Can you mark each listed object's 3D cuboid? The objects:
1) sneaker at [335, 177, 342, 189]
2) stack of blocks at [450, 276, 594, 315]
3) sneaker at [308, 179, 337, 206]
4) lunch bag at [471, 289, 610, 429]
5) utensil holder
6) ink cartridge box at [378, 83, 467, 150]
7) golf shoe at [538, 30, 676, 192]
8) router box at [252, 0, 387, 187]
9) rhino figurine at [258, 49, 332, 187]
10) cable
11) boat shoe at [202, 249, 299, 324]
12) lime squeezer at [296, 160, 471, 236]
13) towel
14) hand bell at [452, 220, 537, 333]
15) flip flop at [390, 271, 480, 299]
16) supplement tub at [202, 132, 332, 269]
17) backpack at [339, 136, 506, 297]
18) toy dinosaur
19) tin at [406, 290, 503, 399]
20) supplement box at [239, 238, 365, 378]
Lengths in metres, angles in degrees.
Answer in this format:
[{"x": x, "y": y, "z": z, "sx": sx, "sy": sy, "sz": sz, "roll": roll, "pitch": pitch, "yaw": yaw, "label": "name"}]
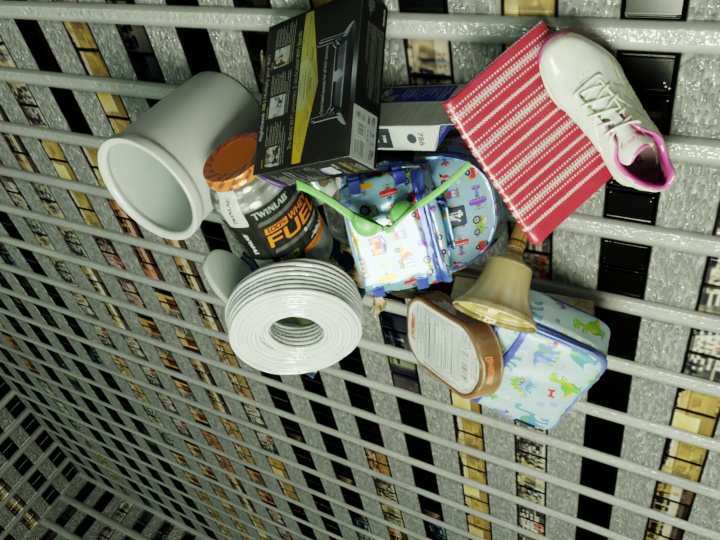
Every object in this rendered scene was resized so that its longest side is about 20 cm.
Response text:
[{"x": 0.049, "y": -0.081, "z": 0.952, "sx": 0.198, "sy": 0.073, "sz": 0.071, "roll": 29, "pitch": 135, "yaw": 7, "label": "sneaker"}, {"x": 0.226, "y": 0.085, "z": 0.975, "sx": 0.197, "sy": 0.059, "sz": 0.116, "roll": 11, "pitch": 138, "yaw": 12, "label": "stack of blocks"}, {"x": -0.142, "y": -0.132, "z": 1.032, "sx": 0.199, "sy": 0.074, "sz": 0.118, "roll": -24, "pitch": 121, "yaw": 31, "label": "sneaker"}, {"x": 0.228, "y": 0.124, "z": 0.911, "sx": 0.159, "sy": 0.083, "sz": 0.201, "roll": 25, "pitch": 138, "yaw": 2, "label": "lunch bag"}, {"x": -0.251, "y": -0.174, "z": 0.982, "sx": 0.168, "sy": 0.201, "sz": 0.171, "roll": 21, "pitch": 141, "yaw": 18, "label": "utensil holder"}, {"x": 0.054, "y": -0.187, "z": 0.816, "sx": 0.198, "sy": 0.100, "sz": 0.040, "roll": 7, "pitch": 135, "yaw": 34, "label": "ink cartridge box"}, {"x": 0.259, "y": -0.160, "z": 0.684, "sx": 0.075, "sy": 0.092, "sz": 0.200, "roll": -41, "pitch": 106, "yaw": 19, "label": "golf shoe"}, {"x": -0.049, "y": -0.210, "z": 0.799, "sx": 0.156, "sy": 0.203, "sz": 0.052, "roll": -3, "pitch": 167, "yaw": 39, "label": "router box"}, {"x": -0.085, "y": -0.212, "z": 0.919, "sx": 0.087, "sy": 0.059, "sz": 0.202, "roll": -18, "pitch": 102, "yaw": 59, "label": "rhino figurine"}, {"x": -0.094, "y": 0.069, "z": 0.952, "sx": 0.197, "sy": 0.070, "sz": 0.201, "roll": -4, "pitch": 139, "yaw": -2, "label": "cable"}, {"x": -0.181, "y": 0.054, "z": 1.056, "sx": 0.063, "sy": 0.071, "sz": 0.200, "roll": -21, "pitch": 116, "yaw": 46, "label": "boat shoe"}, {"x": 0.029, "y": -0.076, "z": 0.755, "sx": 0.197, "sy": 0.072, "sz": 0.038, "roll": -6, "pitch": 172, "yaw": 8, "label": "lime squeezer"}, {"x": 0.195, "y": -0.145, "z": 0.736, "sx": 0.201, "sy": 0.144, "sz": 0.022, "roll": 51, "pitch": 175, "yaw": -20, "label": "towel"}, {"x": 0.190, "y": -0.038, "z": 0.801, "sx": 0.103, "sy": 0.203, "sz": 0.104, "roll": 20, "pitch": 171, "yaw": 3, "label": "hand bell"}, {"x": 0.101, "y": 0.003, "z": 1.024, "sx": 0.197, "sy": 0.058, "sz": 0.082, "roll": 11, "pitch": 143, "yaw": 5, "label": "flip flop"}, {"x": -0.127, "y": -0.083, "z": 0.929, "sx": 0.121, "sy": 0.123, "sz": 0.201, "roll": 6, "pitch": 144, "yaw": 33, "label": "supplement tub"}, {"x": 0.086, "y": -0.070, "z": 0.838, "sx": 0.197, "sy": 0.135, "sz": 0.185, "roll": -8, "pitch": 110, "yaw": 8, "label": "backpack"}, {"x": 0.000, "y": 0.000, "z": 0.990, "sx": 0.100, "sy": 0.059, "sz": 0.200, "roll": 30, "pitch": 165, "yaw": 22, "label": "toy dinosaur"}, {"x": 0.122, "y": 0.099, "z": 0.918, "sx": 0.200, "sy": 0.041, "sz": 0.114, "roll": -148, "pitch": 56, "yaw": -59, "label": "tin"}, {"x": -0.105, "y": 0.041, "z": 1.150, "sx": 0.199, "sy": 0.135, "sz": 0.200, "roll": 34, "pitch": 142, "yaw": 4, "label": "supplement box"}]
